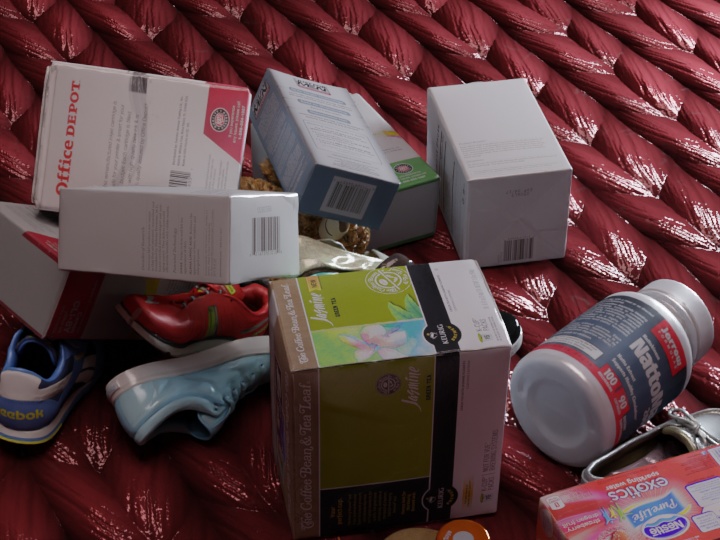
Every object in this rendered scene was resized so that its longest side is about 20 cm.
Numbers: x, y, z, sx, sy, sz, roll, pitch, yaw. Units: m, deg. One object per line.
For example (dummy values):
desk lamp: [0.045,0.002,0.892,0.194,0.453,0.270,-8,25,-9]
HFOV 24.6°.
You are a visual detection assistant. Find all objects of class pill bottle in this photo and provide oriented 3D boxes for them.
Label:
pill bottle: [0.248,0.090,1.583,0.119,0.120,0.199,29,45,33]

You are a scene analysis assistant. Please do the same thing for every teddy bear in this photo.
teddy bear: [-0.086,-0.053,1.706,0.198,0.067,0.146,22,57,4]

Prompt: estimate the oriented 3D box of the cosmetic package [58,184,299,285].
cosmetic package: [-0.166,-0.035,1.496,0.198,0.082,0.112,3,5,33]

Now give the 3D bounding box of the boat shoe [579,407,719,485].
boat shoe: [0.278,0.174,1.516,0.201,0.065,0.074,-21,42,-27]

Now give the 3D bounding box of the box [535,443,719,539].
box: [0.258,0.234,1.410,0.198,0.095,0.103,-14,39,-19]

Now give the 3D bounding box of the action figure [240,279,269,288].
action figure: [-0.088,0.012,1.741,0.198,0.055,0.118,17,36,14]

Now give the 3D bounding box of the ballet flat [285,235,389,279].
ballet flat: [0.000,0.000,1.674,0.199,0.067,0.063,15,44,-46]

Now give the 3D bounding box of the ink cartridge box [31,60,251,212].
ink cartridge box: [-0.214,-0.121,1.627,0.198,0.147,0.085,8,5,-3]

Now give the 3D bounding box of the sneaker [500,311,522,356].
sneaker: [0.072,0.047,1.643,0.198,0.113,0.073,-9,39,-13]

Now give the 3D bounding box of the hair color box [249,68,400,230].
hair color box: [-0.041,-0.127,1.701,0.098,0.061,0.201,12,30,-27]

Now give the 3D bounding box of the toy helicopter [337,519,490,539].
toy helicopter: [0.029,0.289,1.349,0.131,0.079,0.201,8,41,11]

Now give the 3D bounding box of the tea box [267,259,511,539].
tea box: [0.021,0.115,1.476,0.195,0.201,0.134,-6,37,-10]

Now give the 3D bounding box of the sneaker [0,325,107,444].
sneaker: [-0.298,0.084,1.608,0.073,0.083,0.201,5,31,8]

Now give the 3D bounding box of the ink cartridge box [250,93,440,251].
ink cartridge box: [-0.020,-0.108,1.871,0.144,0.088,0.200,-17,43,-23]

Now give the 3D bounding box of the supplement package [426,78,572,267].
supplement package: [0.151,-0.112,1.853,0.120,0.121,0.201,-6,37,-8]

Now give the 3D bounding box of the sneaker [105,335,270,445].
sneaker: [-0.143,0.124,1.588,0.198,0.074,0.082,-14,68,-27]

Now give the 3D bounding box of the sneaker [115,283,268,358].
sneaker: [-0.158,0.033,1.612,0.077,0.085,0.199,42,20,29]

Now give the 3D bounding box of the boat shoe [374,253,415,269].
boat shoe: [-0.006,0.062,1.576,0.074,0.200,0.074,19,34,-56]

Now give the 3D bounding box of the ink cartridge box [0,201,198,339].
ink cartridge box: [-0.270,0.003,1.652,0.145,0.084,0.199,33,18,35]
